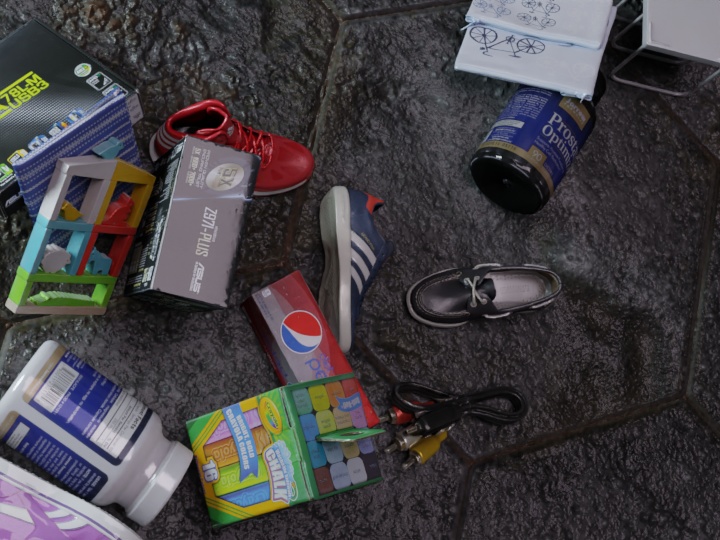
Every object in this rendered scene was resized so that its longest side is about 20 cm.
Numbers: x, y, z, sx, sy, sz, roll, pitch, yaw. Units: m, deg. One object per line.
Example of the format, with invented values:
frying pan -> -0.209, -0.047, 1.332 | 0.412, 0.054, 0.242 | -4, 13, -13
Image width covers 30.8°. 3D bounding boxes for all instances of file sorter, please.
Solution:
file sorter -> 0.421, -0.358, 1.774 | 0.137, 0.124, 0.202 | 10, 72, -16

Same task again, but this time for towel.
towel -> -0.299, -0.095, 1.407 | 0.024, 0.201, 0.145 | 40, 66, 21

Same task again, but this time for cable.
cable -> 0.107, 0.170, 1.579 | 0.199, 0.050, 0.098 | -13, 64, -35

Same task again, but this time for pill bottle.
pill bottle -> 0.231, -0.180, 1.665 | 0.112, 0.112, 0.201 | 37, 67, -7
pill bottle -> -0.282, 0.175, 1.380 | 0.199, 0.116, 0.116 | 37, 67, -8

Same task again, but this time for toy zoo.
toy zoo -> -0.291, -0.046, 1.391 | 0.131, 0.020, 0.201 | 4, 113, -56

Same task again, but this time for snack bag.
snack bag -> 0.222, -0.302, 1.673 | 0.187, 0.022, 0.201 | 14, 50, 10

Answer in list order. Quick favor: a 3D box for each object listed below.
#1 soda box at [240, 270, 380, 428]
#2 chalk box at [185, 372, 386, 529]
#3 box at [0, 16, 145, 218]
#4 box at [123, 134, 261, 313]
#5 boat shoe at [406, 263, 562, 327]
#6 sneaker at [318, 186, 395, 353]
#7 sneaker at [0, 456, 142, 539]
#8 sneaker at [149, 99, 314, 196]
soda box -> -0.059, 0.106, 1.509 | 0.070, 0.063, 0.201 | -27, 87, -22
chalk box -> -0.067, 0.186, 1.394 | 0.124, 0.199, 0.125 | -5, 75, -53
box -> -0.370, -0.172, 1.427 | 0.193, 0.048, 0.200 | 37, 64, 27
box -> -0.185, -0.044, 1.413 | 0.085, 0.200, 0.165 | 15, 82, -17
boat shoe -> 0.155, 0.028, 1.610 | 0.198, 0.060, 0.075 | -1, 77, -20
sneaker -> 0.000, 0.000, 1.554 | 0.084, 0.075, 0.202 | 6, 77, -23
sneaker -> -0.329, 0.284, 1.365 | 0.199, 0.073, 0.115 | 26, 72, -1
sneaker -> -0.139, -0.141, 1.515 | 0.198, 0.115, 0.079 | 2, 76, -18
